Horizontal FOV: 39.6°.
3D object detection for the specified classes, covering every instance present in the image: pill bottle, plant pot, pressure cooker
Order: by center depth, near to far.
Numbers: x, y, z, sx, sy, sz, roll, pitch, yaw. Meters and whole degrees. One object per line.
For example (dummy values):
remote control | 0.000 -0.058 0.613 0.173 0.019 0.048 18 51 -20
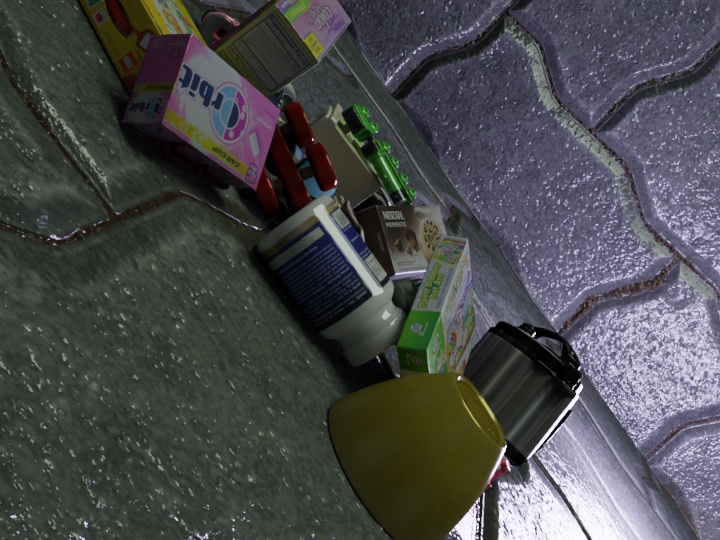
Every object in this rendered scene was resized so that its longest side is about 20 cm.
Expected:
plant pot | 0.080 0.197 1.141 0.200 0.142 0.200 50 15 -19
pill bottle | -0.030 0.014 1.261 0.200 0.116 0.116 54 14 -4
pressure cooker | 0.236 0.173 1.515 0.176 0.200 0.179 38 -7 19

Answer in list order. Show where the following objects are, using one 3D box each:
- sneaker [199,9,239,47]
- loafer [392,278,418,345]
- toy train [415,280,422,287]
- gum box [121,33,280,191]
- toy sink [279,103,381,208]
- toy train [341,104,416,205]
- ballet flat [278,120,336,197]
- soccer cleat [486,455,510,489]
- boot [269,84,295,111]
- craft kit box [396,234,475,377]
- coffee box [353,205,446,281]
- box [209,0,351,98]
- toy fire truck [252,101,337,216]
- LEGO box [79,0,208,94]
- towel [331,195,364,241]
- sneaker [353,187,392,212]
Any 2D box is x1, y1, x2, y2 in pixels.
sneaker | -0.203 -0.375 1.725 0.200 0.079 0.095 47 4 -34
loafer | 0.072 0.052 1.377 0.200 0.070 0.070 89 -17 -74
toy train | 0.145 0.107 1.663 0.200 0.085 0.116 56 6 5
gum box | -0.182 -0.183 1.202 0.200 0.066 0.114 35 66 -55
toy sink | -0.059 -0.207 1.698 0.200 0.112 0.130 51 14 -13
toy train | 0.030 -0.189 1.663 0.200 0.042 0.056 61 22 6
ballet flat | -0.104 -0.185 1.588 0.200 0.072 0.072 38 22 -52
soccer cleat | 0.153 0.262 1.404 0.076 0.067 0.200 55 15 27
boot | -0.159 -0.269 1.629 0.200 0.073 0.090 7 56 -61
craft kit box | 0.104 0.091 1.319 0.198 0.048 0.200 75 29 -44
coffee box | 0.060 -0.041 1.602 0.200 0.080 0.113 -4 77 -56
box | -0.136 -0.312 1.419 0.097 0.200 0.176 52 31 -17
toy fire truck | -0.105 -0.133 1.427 0.168 0.112 0.200 79 -13 -59
LEGO box | -0.270 -0.304 1.295 0.200 0.077 0.149 60 15 19
towel | 0.000 0.000 1.433 0.133 0.034 0.200 80 -8 -63
sneaker | -0.021 -0.158 1.833 0.090 0.070 0.200 -8 62 -58
